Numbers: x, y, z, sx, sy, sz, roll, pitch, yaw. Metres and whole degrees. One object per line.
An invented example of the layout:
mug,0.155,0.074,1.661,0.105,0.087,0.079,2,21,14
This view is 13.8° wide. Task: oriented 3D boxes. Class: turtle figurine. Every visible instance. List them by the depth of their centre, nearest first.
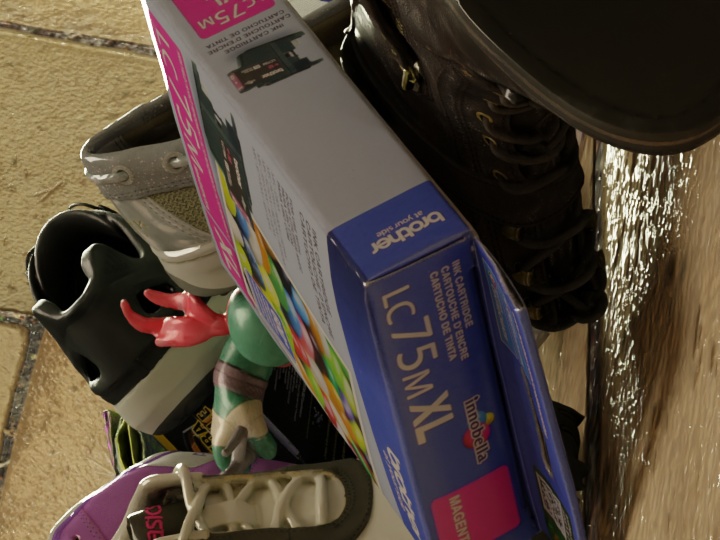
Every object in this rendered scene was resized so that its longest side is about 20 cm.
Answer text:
turtle figurine,0.000,0.000,1.051,0.101,0.149,0.200,59,-145,-18

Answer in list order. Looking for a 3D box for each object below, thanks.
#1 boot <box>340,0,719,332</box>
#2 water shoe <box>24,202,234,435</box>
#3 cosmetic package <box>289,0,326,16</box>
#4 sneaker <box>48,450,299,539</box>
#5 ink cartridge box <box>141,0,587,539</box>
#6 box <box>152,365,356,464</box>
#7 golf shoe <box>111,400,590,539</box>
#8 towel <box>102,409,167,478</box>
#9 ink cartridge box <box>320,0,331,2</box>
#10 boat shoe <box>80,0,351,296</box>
boot,0.048,-0.046,0.814,0.200,0.069,0.175,47,162,41
water shoe,-0.088,-0.001,1.166,0.072,0.079,0.200,-45,13,4
cosmetic package,0.002,-0.060,1.299,0.107,0.090,0.200,53,-160,-20
sneaker,-0.081,0.150,1.060,0.073,0.114,0.201,77,-147,-46
ink cartridge box,-0.001,0.003,0.854,0.200,0.042,0.120,50,161,46
box,-0.024,0.039,1.316,0.160,0.049,0.201,49,-153,-30
golf shoe,-0.022,0.092,0.907,0.200,0.088,0.077,-35,30,17
towel,-0.042,0.159,1.230,0.143,0.023,0.201,30,-143,-51
ink cartridge box,0.026,-0.204,1.186,0.076,0.135,0.201,-57,-23,-81
boat shoe,0.003,-0.070,0.973,0.201,0.065,0.075,-33,32,16
